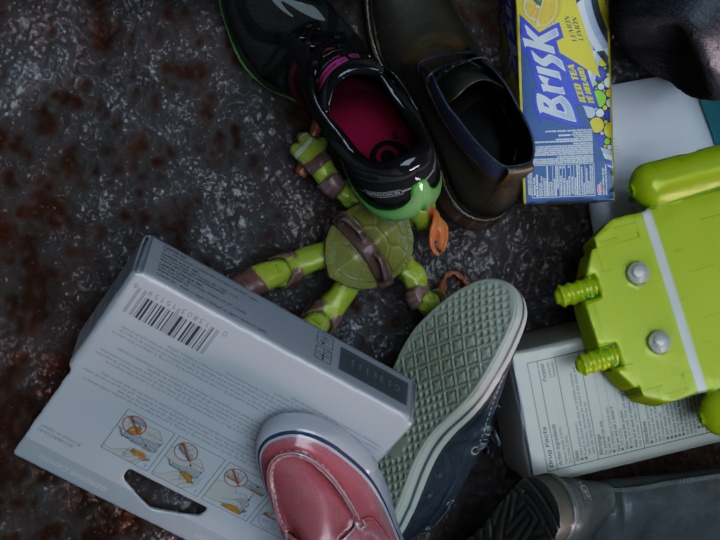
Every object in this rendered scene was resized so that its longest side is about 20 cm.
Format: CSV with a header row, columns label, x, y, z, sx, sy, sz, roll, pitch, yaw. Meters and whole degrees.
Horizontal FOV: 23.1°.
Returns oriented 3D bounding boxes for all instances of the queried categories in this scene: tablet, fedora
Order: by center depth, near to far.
label,x,y,z,sx,sy,sz,roll,pitch,yaw
fedora,0.219,-0.170,1.141,0.200,0.201,0.092,35,85,-14
tablet,0.223,-0.037,1.241,0.129,0.014,0.201,-11,95,-16

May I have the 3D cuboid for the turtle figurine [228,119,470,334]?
label,x,y,z,sx,sy,sz,roll,pitch,yaw
turtle figurine,0.000,0.000,1.150,0.161,0.064,0.200,-39,101,-12

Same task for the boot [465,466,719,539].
label,x,y,z,sx,sy,sz,roll,pitch,yaw
boot,0.161,0.191,1.196,0.199,0.182,0.073,-1,54,-41

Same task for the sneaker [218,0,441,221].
label,x,y,z,sx,sy,sz,roll,pitch,yaw
sneaker,-0.014,-0.124,1.114,0.077,0.084,0.200,-37,74,-17

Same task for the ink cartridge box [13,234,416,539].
label,x,y,z,sx,sy,sz,roll,pitch,yaw
ink cartridge box,-0.093,0.093,1.117,0.199,0.044,0.174,29,124,-15

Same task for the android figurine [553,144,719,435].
label,x,y,z,sx,sy,sz,roll,pitch,yaw
android figurine,0.223,0.014,1.136,0.199,0.041,0.183,-13,82,-11

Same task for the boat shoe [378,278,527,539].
label,x,y,z,sx,sy,sz,roll,pitch,yaw
boat shoe,0.055,0.093,1.146,0.062,0.075,0.201,8,115,-45

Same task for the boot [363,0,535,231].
label,x,y,z,sx,sy,sz,roll,pitch,yaw
boot,0.063,-0.132,1.134,0.074,0.097,0.201,-20,83,-17

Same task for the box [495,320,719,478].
label,x,y,z,sx,sy,sz,roll,pitch,yaw
box,0.192,0.074,1.190,0.199,0.078,0.096,-11,96,-9

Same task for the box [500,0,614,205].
label,x,y,z,sx,sy,sz,roll,pitch,yaw
box,0.129,-0.145,1.177,0.064,0.070,0.201,-2,92,-5

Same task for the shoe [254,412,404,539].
label,x,y,z,sx,sy,sz,roll,pitch,yaw
shoe,-0.011,0.186,1.091,0.071,0.091,0.201,-15,123,19

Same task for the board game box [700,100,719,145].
label,x,y,z,sx,sy,sz,roll,pitch,yaw
board game box,0.341,-0.064,1.250,0.150,0.047,0.201,-24,99,-19
